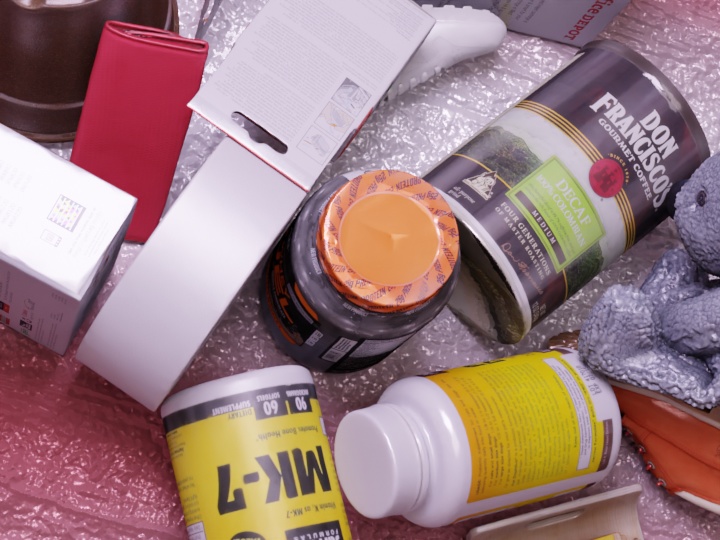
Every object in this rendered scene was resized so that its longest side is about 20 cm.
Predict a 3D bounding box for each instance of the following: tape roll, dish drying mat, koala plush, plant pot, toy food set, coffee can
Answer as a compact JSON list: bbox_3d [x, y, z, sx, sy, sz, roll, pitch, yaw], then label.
[{"bbox_3d":[-0.116,-0.001,1.310,0.071,0.202,0.203,35,72,-2],"label":"tape roll"},{"bbox_3d":[-0.166,-0.096,1.331,0.077,0.200,0.018,8,47,-15],"label":"dish drying mat"},{"bbox_3d":[0.284,-0.011,1.349,0.183,0.177,0.200,20,110,23],"label":"koala plush"},{"bbox_3d":[-0.224,-0.218,1.333,0.200,0.198,0.201,3,74,-9],"label":"plant pot"},{"bbox_3d":[0.174,0.272,1.382,0.143,0.060,0.200,-13,81,-15],"label":"toy food set"},{"bbox_3d":[0.146,-0.060,1.410,0.200,0.146,0.146,-38,87,-17],"label":"coffee can"}]

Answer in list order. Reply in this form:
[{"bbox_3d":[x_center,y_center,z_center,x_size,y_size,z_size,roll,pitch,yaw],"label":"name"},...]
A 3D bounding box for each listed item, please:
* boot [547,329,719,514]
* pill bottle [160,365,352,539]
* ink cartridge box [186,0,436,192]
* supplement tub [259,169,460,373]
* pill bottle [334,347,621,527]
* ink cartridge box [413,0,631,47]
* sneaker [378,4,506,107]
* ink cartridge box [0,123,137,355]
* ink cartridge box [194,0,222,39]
[{"bbox_3d":[0.227,0.119,1.423,0.200,0.107,0.075,24,30,19],"label":"boot"},{"bbox_3d":[-0.067,0.177,1.324,0.114,0.114,0.200,-12,80,-15],"label":"pill bottle"},{"bbox_3d":[-0.039,-0.141,1.338,0.109,0.050,0.200,35,55,-2],"label":"ink cartridge box"},{"bbox_3d":[0.000,0.000,1.335,0.122,0.200,0.123,3,76,-12],"label":"supplement tub"},{"bbox_3d":[0.084,0.123,1.346,0.200,0.109,0.109,-9,78,-33],"label":"pill bottle"},{"bbox_3d":[0.119,-0.285,1.457,0.200,0.147,0.146,13,74,-10],"label":"ink cartridge box"},{"bbox_3d":[0.018,-0.164,1.451,0.199,0.076,0.081,-7,86,-6],"label":"sneaker"},{"bbox_3d":[-0.257,-0.034,1.285,0.175,0.200,0.084,29,73,-5],"label":"ink cartridge box"},{"bbox_3d":[-0.096,-0.274,1.399,0.050,0.161,0.200,29,73,-2],"label":"ink cartridge box"}]
